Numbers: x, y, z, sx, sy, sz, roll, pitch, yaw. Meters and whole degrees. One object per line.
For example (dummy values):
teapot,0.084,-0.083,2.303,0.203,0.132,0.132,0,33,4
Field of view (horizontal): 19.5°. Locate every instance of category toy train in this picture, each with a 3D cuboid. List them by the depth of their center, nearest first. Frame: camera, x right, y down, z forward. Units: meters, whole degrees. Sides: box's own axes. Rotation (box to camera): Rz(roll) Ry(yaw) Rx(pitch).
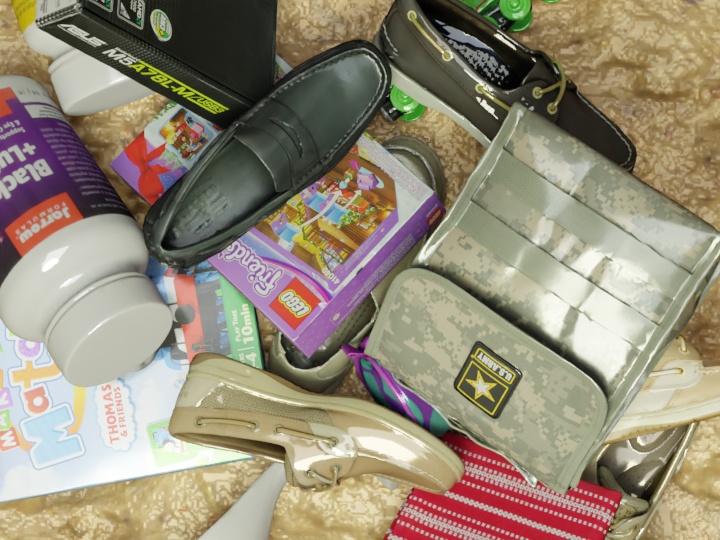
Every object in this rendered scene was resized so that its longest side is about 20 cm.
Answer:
toy train,0.084,-0.182,1.470,0.200,0.042,0.056,-40,77,-2

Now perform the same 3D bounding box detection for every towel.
towel,0.068,0.207,1.379,0.144,0.023,0.201,19,65,28

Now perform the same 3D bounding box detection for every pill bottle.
pill bottle,-0.210,-0.024,1.396,0.111,0.111,0.200,-36,66,-1
pill bottle,-0.191,-0.216,1.434,0.113,0.114,0.202,-19,87,-1

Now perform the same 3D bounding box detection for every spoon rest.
spoon rest,-0.068,0.178,1.436,0.199,0.100,0.061,-34,66,-15

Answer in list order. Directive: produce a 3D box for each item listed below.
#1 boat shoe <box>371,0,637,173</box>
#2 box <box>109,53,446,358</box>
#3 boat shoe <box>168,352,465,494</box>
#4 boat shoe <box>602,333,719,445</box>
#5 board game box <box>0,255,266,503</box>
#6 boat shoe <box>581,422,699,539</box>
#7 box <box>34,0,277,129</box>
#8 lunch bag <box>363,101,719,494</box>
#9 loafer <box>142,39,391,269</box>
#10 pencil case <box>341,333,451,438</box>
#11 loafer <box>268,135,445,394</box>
boat shoe,0.102,-0.119,1.402,0.200,0.061,0.072,31,47,-1
box,-0.058,-0.056,1.424,0.137,0.039,0.200,-46,64,-3
boat shoe,-0.030,0.118,1.401,0.198,0.071,0.065,18,69,9
boat shoe,0.194,0.071,1.383,0.198,0.074,0.070,-15,84,5
board game box,-0.166,0.070,1.459,0.198,0.037,0.153,-10,87,1
boat shoe,0.169,0.157,1.440,0.072,0.065,0.201,36,88,2
box,-0.127,-0.217,1.378,0.047,0.193,0.202,-15,63,36
lunch bag,0.115,0.022,1.322,0.163,0.118,0.201,34,96,12
loafer,-0.058,-0.073,1.360,0.200,0.070,0.068,-41,98,-1
pencil case,0.091,0.029,1.428,0.200,0.085,0.093,-39,110,-8
loafer,0.000,0.000,1.446,0.075,0.068,0.201,25,88,1
